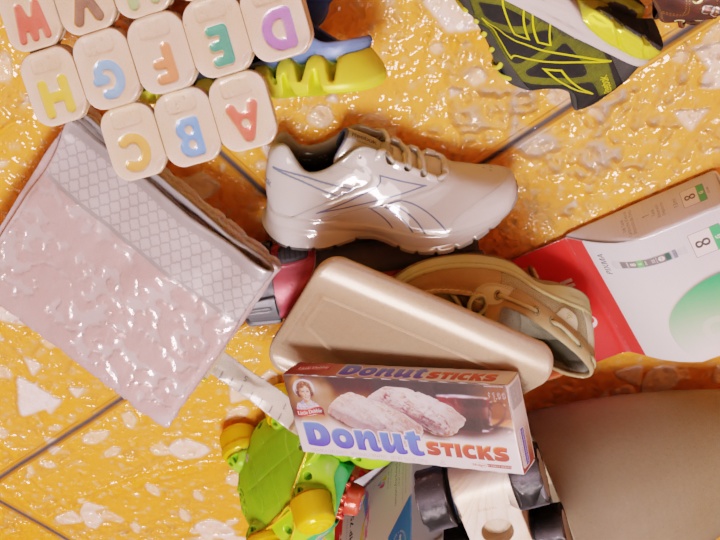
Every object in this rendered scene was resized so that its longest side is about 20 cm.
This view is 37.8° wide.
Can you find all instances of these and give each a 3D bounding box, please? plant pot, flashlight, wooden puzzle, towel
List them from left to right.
[{"bbox_3d":[-0.185,0.004,0.815,0.199,0.032,0.192,38,118,-3],"label":"towel"},{"bbox_3d":[0.000,0.000,0.851,0.197,0.068,0.069,-7,95,1],"label":"flashlight"},{"bbox_3d":[0.031,0.062,0.815,0.183,0.038,0.200,23,152,-6],"label":"wooden puzzle"},{"bbox_3d":[0.267,0.186,0.958,0.198,0.188,0.189,-20,131,1],"label":"plant pot"}]

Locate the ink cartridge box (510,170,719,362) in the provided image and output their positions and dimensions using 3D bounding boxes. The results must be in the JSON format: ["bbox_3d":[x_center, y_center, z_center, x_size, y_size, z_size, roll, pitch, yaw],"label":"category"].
[{"bbox_3d":[0.233,0.023,0.883,0.198,0.050,0.161,-25,128,18],"label":"ink cartridge box"}]

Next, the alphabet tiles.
[{"bbox_3d":[-0.133,-0.163,0.670,0.197,0.015,0.198,-13,102,13],"label":"alphabet tiles"}]

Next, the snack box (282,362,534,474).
[{"bbox_3d":[0.032,0.109,0.797,0.198,0.024,0.073,-1,112,34],"label":"snack box"}]

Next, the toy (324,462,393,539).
[{"bbox_3d":[0.027,0.220,1.059,0.114,0.048,0.200,23,134,-28],"label":"toy"}]

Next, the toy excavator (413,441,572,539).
[{"bbox_3d":[0.121,0.179,0.893,0.099,0.201,0.196,-17,118,13],"label":"toy excavator"}]

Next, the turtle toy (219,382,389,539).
[{"bbox_3d":[-0.042,0.182,0.976,0.100,0.147,0.200,13,136,-41],"label":"turtle toy"}]

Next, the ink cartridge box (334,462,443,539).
[{"bbox_3d":[0.027,0.264,0.982,0.067,0.117,0.200,20,136,-19],"label":"ink cartridge box"}]

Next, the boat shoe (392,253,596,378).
[{"bbox_3d":[0.110,0.039,0.828,0.199,0.064,0.073,17,143,-36],"label":"boat shoe"}]

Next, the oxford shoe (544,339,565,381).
[{"bbox_3d":[0.085,0.079,0.929,0.197,0.072,0.073,1,150,7],"label":"oxford shoe"}]

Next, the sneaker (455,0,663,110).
[{"bbox_3d":[0.104,-0.163,0.694,0.198,0.075,0.085,21,130,-18],"label":"sneaker"}]

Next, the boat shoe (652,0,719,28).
[{"bbox_3d":[0.204,-0.194,0.671,0.198,0.071,0.071,23,122,-9],"label":"boat shoe"}]

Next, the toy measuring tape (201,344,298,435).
[{"bbox_3d":[-0.132,0.074,0.896,0.199,0.074,0.074,35,125,-8],"label":"toy measuring tape"}]

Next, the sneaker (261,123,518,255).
[{"bbox_3d":[0.020,-0.064,0.788,0.197,0.075,0.088,-3,127,1],"label":"sneaker"}]

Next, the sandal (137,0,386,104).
[{"bbox_3d":[-0.082,-0.157,0.711,0.197,0.080,0.088,-4,102,10],"label":"sandal"}]
